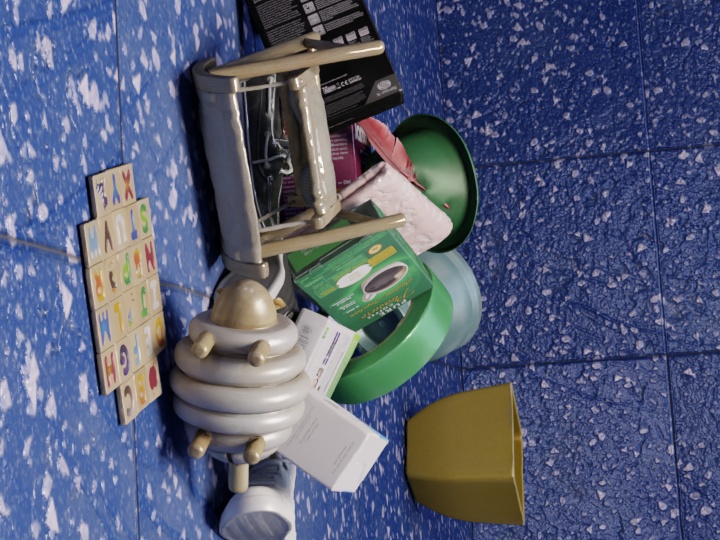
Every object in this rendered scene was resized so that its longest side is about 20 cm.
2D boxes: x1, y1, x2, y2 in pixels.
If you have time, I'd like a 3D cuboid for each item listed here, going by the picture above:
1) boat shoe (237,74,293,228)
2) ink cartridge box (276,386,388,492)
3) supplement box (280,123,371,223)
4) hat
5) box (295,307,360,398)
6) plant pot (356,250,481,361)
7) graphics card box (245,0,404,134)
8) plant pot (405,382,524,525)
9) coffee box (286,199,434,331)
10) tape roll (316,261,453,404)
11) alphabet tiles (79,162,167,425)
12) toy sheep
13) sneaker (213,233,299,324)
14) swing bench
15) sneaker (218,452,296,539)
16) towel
[{"bbox_3d":[-0.099,-0.127,1.628,0.074,0.068,0.200,-17,102,-80],"label":"boat shoe"},{"bbox_3d":[-0.079,0.132,1.442,0.067,0.200,0.116,-56,166,-2],"label":"ink cartridge box"},{"bbox_3d":[-0.042,-0.115,1.854,0.131,0.103,0.200,5,80,-79],"label":"supplement box"},{"bbox_3d":[0.023,-0.104,1.798,0.176,0.166,0.200,-14,88,-42],"label":"hat"},{"bbox_3d":[-0.061,0.121,1.650,0.144,0.036,0.200,-64,167,-3],"label":"box"},{"bbox_3d":[0.058,0.056,2.179,0.134,0.200,0.201,-34,123,-47],"label":"plant pot"},{"bbox_3d":[-0.044,-0.257,1.672,0.051,0.125,0.200,72,-5,-75],"label":"graphics card box"},{"bbox_3d":[0.186,0.335,2.679,0.194,0.200,0.196,72,17,-53],"label":"plant pot"},{"bbox_3d":[0.000,0.000,1.702,0.044,0.123,0.200,62,8,26],"label":"coffee box"},{"bbox_3d":[0.018,0.072,1.828,0.048,0.200,0.201,50,27,-28],"label":"tape roll"},{"bbox_3d":[-0.190,0.017,1.214,0.166,0.006,0.200,-49,134,-77],"label":"alphabet tiles"},{"bbox_3d":[-0.107,0.104,1.316,0.138,0.138,0.200,-59,158,-74],"label":"toy sheep"},{"bbox_3d":[-0.100,0.040,1.536,0.200,0.071,0.099,-82,160,-67],"label":"sneaker"},{"bbox_3d":[-0.077,-0.121,1.506,0.200,0.130,0.199,-20,113,-35],"label":"swing bench"},{"bbox_3d":[-0.101,0.210,1.479,0.200,0.074,0.116,87,0,-71],"label":"sneaker"},{"bbox_3d":[-0.003,-0.031,1.731,0.032,0.191,0.200,58,11,27],"label":"towel"}]
